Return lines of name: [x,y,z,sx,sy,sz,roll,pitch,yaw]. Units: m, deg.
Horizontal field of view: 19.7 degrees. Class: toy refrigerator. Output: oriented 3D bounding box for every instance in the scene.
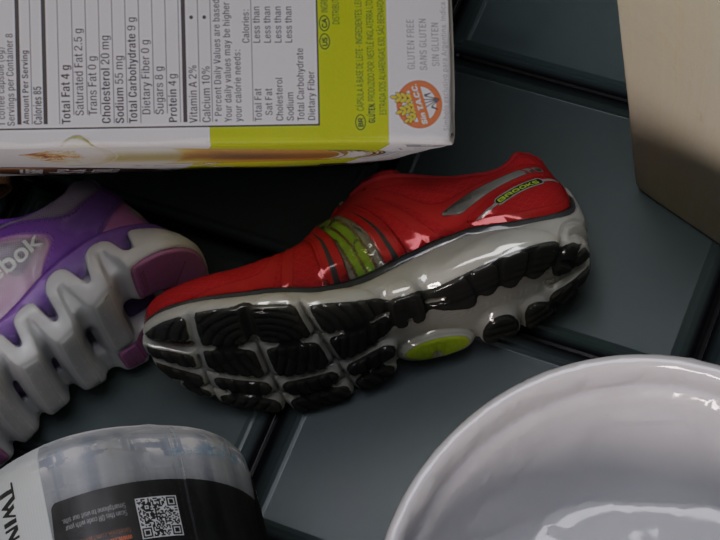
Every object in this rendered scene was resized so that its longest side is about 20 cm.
toy refrigerator: [0.151,-0.093,0.844,0.070,0.200,0.076,36,75,25]

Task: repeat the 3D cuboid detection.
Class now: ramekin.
ramekin: [0.108,0.145,0.788,0.198,0.105,0.202,-5,63,9]

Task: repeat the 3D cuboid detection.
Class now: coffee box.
coffee box: [-0.078,-0.143,0.854,0.196,0.200,0.202,-2,90,-10]

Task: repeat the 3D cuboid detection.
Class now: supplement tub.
supplement tub: [-0.080,0.172,0.801,0.121,0.123,0.201,-17,61,2]

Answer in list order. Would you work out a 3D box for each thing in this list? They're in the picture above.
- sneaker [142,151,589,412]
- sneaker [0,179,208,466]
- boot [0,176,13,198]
sneaker: [0.000,0.000,0.909,0.198,0.077,0.085,-14,51,-4]
sneaker: [-0.168,0.027,0.920,0.199,0.081,0.089,-32,56,-11]
boot: [-0.198,-0.106,0.999,0.199,0.074,0.156,-28,71,-7]
